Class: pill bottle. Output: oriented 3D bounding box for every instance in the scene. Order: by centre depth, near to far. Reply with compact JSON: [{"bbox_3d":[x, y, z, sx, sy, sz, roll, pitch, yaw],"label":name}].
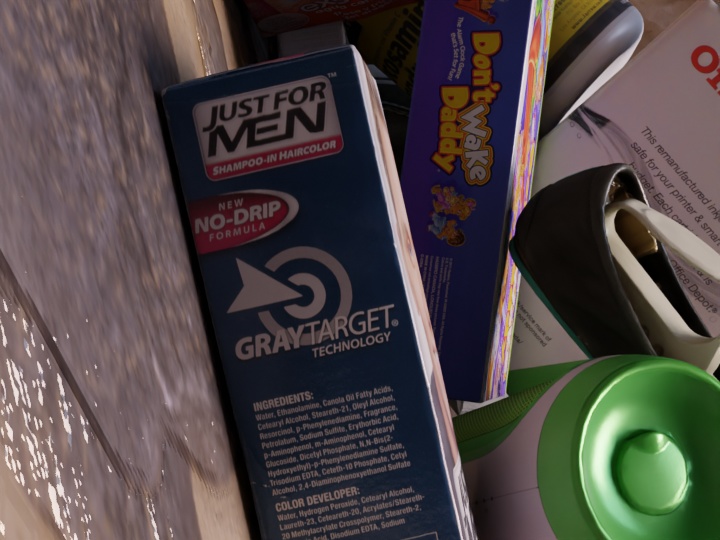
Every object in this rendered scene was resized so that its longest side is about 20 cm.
[{"bbox_3d":[0.042,-0.152,0.878,0.200,0.112,0.112,42,0,7],"label":"pill bottle"}]

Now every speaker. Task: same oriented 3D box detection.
[{"bbox_3d":[0.063,0.086,0.617,0.200,0.088,0.089,147,-66,-64],"label":"speaker"}]

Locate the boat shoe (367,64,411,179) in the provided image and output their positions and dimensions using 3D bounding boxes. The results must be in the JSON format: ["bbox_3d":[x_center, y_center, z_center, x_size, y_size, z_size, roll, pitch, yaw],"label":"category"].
[{"bbox_3d":[0.062,-0.051,0.945,0.199,0.074,0.068,30,17,-15],"label":"boat shoe"}]

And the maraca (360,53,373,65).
[{"bbox_3d":[0.028,-0.123,1.019,0.200,0.107,0.137,63,-5,-21],"label":"maraca"}]

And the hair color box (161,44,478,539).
[{"bbox_3d":[-0.004,0.037,0.519,0.100,0.060,0.200,-21,98,-86],"label":"hair color box"}]

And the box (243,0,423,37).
[{"bbox_3d":[-0.026,-0.219,0.741,0.100,0.095,0.200,57,22,-77],"label":"box"}]

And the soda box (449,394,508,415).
[{"bbox_3d":[0.055,0.017,0.996,0.200,0.068,0.064,-133,-149,-67],"label":"soda box"}]

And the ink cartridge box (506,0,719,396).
[{"bbox_3d":[0.145,-0.015,0.819,0.147,0.200,0.083,51,14,7],"label":"ink cartridge box"}]

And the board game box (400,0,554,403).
[{"bbox_3d":[0.049,-0.046,0.724,0.134,0.045,0.200,16,81,-81],"label":"board game box"}]

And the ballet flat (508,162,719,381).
[{"bbox_3d":[0.131,0.043,0.638,0.200,0.068,0.068,56,34,11],"label":"ballet flat"}]

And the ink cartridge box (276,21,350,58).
[{"bbox_3d":[0.000,0.000,0.814,0.200,0.047,0.198,-100,178,-62],"label":"ink cartridge box"}]
